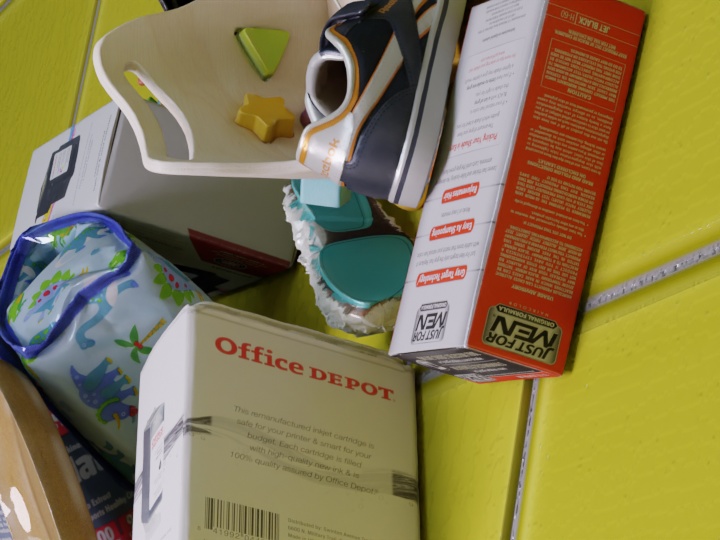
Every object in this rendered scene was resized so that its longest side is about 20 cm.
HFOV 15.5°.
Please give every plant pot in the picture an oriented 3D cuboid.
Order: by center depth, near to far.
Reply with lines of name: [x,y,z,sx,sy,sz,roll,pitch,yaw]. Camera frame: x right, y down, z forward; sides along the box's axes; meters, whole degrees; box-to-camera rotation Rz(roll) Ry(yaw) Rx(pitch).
plant pot: [-0.196,0.142,1.635,0.200,0.027,0.200,162,90,-74]

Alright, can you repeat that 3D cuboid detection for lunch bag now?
lunch bag: [-0.149,0.054,1.706,0.127,0.170,0.200,-42,21,-2]

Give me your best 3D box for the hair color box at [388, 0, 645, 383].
hair color box: [0.081,-0.045,1.393,0.101,0.061,0.200,-9,64,67]

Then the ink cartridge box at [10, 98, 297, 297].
ink cartridge box: [-0.139,-0.044,1.822,0.200,0.146,0.083,-21,55,65]

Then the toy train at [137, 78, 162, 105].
toy train: [-0.138,-0.131,1.936,0.150,0.056,0.200,-51,8,-27]

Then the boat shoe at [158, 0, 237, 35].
boat shoe: [-0.098,-0.173,1.792,0.074,0.202,0.063,-19,12,17]

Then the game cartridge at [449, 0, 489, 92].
game cartridge: [0.075,-0.209,1.584,0.176,0.032,0.200,159,122,-64]

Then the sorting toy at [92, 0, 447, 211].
sorting toy: [-0.058,-0.104,1.565,0.107,0.180,0.200,106,147,-41]

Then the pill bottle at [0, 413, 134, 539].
pill bottle: [-0.219,0.111,1.809,0.200,0.119,0.120,68,163,-12]

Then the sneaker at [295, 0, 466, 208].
sneaker: [0.015,-0.125,1.475,0.079,0.079,0.200,105,180,-47]

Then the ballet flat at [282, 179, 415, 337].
ballet flat: [0.000,0.000,1.580,0.072,0.072,0.200,-65,20,20]

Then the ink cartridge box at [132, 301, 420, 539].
ink cartridge box: [-0.047,0.131,1.460,0.085,0.145,0.200,-51,29,45]
